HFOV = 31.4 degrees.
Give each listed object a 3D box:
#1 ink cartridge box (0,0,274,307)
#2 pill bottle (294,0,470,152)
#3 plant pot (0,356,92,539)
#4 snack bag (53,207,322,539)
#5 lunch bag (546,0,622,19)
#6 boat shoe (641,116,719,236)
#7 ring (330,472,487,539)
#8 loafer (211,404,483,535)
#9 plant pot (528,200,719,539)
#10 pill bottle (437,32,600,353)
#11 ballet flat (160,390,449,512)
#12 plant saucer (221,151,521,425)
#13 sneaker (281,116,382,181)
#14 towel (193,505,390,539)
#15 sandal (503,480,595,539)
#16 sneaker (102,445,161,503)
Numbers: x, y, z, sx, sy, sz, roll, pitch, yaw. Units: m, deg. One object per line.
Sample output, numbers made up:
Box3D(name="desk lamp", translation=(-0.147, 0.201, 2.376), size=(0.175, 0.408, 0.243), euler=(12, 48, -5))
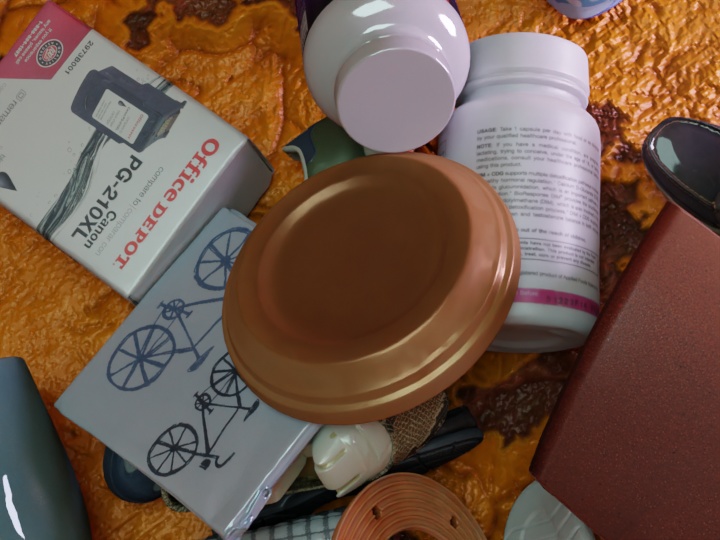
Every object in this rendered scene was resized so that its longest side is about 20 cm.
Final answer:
Box3D(name="ink cartridge box", translation=(-0.187, -0.080, 0.947), size=(0.199, 0.084, 0.145), euler=(35, 84, 16))
Box3D(name="pill bottle", translation=(0.013, -0.169, 0.881), size=(0.112, 0.113, 0.201), euler=(-16, 39, 5))
Box3D(name="plant pot", translation=(-0.271, 0.179, 0.845), size=(0.200, 0.201, 0.162), euler=(-32, 85, 0))
Box3D(name="snack bag", translation=(-0.083, 0.059, 0.836), size=(0.199, 0.021, 0.189), euler=(27, 70, 39))
Box3D(name="lunch bag", translation=(0.187, -0.297, 0.946), size=(0.199, 0.082, 0.161), euler=(-35, 70, -2))
Box3D(name="boat shoe", translation=(0.284, -0.049, 0.869), size=(0.199, 0.073, 0.075), euler=(33, 83, 15))
Box3D(name="ring", translation=(0.036, 0.226, 0.789), size=(0.019, 0.200, 0.202), euler=(-20, 71, 34))
Box3D(name="loafer", translation=(-0.017, 0.124, 0.878), size=(0.199, 0.072, 0.063), euler=(-22, 69, 6))
Box3D(name="plant pot", translation=(0.216, 0.101, 0.788), size=(0.200, 0.200, 0.177), euler=(40, 95, 16))
Box3D(name="pill bottle", translation=(0.108, -0.051, 0.877), size=(0.113, 0.113, 0.201), euler=(1, 76, 9))
Box3D(name="ballet flat", translation=(-0.039, 0.120, 0.810), size=(0.199, 0.075, 0.068), euler=(-17, 109, 20))
Box3D(name="plant saucer", translation=(0.000, 0.000, 0.799), size=(0.199, 0.038, 0.201), euler=(-13, 50, 16))
Box3D(name="sneaker", translation=(-0.006, -0.018, 0.917), size=(0.089, 0.067, 0.202), euler=(-14, 74, 13))
Box3D(name="towel", translation=(-0.041, 0.263, 0.831), size=(0.164, 0.086, 0.201), euler=(-12, 84, -2))
Box3D(name="sandal", translation=(0.143, 0.232, 0.822), size=(0.082, 0.050, 0.204), euler=(-41, 47, 33))
Box3D(name="sneaker", translation=(-0.102, 0.083, 0.885), size=(0.070, 0.082, 0.200), euler=(38, 85, -28))
